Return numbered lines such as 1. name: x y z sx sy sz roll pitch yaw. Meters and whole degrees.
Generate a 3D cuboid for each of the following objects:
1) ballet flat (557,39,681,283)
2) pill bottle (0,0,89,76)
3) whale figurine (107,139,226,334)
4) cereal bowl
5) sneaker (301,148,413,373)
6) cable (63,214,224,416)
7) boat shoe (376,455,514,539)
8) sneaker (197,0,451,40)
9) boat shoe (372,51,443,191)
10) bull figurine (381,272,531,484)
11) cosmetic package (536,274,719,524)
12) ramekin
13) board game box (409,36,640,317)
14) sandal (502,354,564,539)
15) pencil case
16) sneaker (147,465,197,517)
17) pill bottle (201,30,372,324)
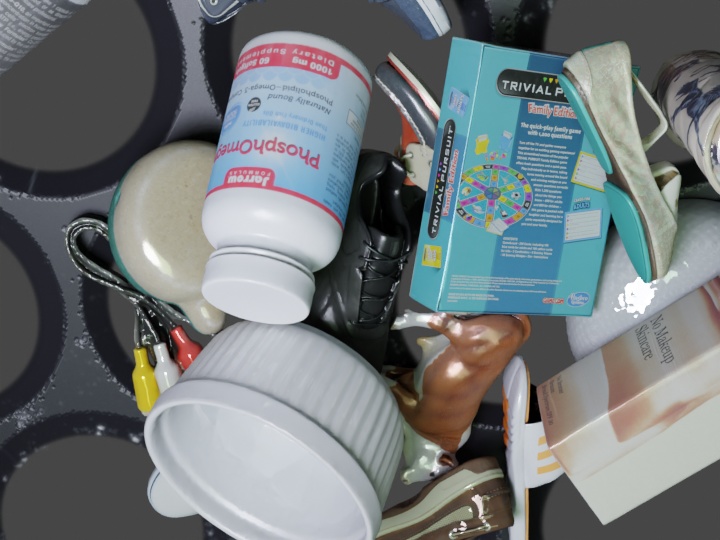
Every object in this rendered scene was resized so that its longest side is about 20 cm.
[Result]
1. ballet flat: 0.210 -0.080 1.044 0.062 0.068 0.202 -27 117 -1
2. pill bottle: -0.268 -0.223 1.040 0.199 0.113 0.113 -35 107 15
3. whale figurine: -0.112 -0.025 1.132 0.198 0.103 0.161 18 78 -28
4. cereal bowl: 0.271 0.047 1.147 0.197 0.084 0.203 1 111 2
5. sneaker: 0.000 0.000 1.099 0.075 0.090 0.203 -4 94 -35
6. cable: -0.176 0.038 1.177 0.096 0.050 0.202 -23 110 7
7. boat shoe: 0.051 0.240 1.210 0.202 0.074 0.076 -39 67 34
8. sneaker: -0.040 -0.216 1.047 0.146 0.077 0.202 -45 95 6
9. boat shoe: 0.063 -0.082 1.110 0.062 0.071 0.201 -32 114 10
10. bull figurine: 0.064 0.090 1.175 0.120 0.065 0.201 27 119 -6
11. cosmetic package: 0.243 0.092 1.067 0.199 0.104 0.088 -33 108 13
12. ramekin: -0.060 0.129 1.086 0.198 0.106 0.202 19 142 16
13. board game box: 0.127 -0.069 1.073 0.149 0.047 0.203 3 103 -29
14. sandal: 0.155 0.162 1.206 0.058 0.080 0.209 -3 120 2
15. pencil case: 0.271 -0.107 1.020 0.089 0.200 0.078 39 104 -11
16. sneaker: -0.102 0.172 1.217 0.198 0.071 0.074 -25 109 11
17. pill bottle: -0.059 -0.069 1.044 0.107 0.109 0.203 9 68 4
